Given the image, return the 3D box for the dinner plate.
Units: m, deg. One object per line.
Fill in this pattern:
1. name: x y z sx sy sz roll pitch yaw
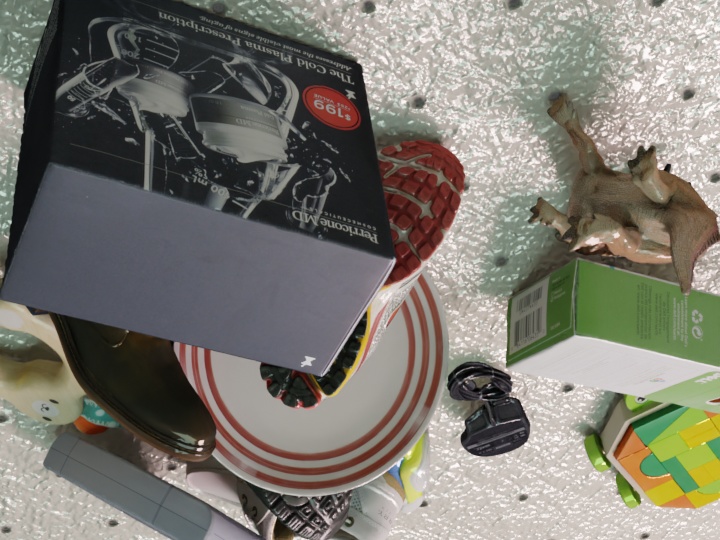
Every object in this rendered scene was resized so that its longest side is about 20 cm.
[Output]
1. dinner plate: -0.034 0.057 0.939 0.197 0.024 0.203 -1 94 -13

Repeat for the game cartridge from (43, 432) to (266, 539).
1. game cartridge: -0.152 0.183 1.022 0.198 0.041 0.133 16 165 41

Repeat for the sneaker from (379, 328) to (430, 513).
1. sneaker: 0.003 0.113 1.042 0.103 0.076 0.202 -1 128 -2

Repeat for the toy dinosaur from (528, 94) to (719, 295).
1. toy dinosaur: 0.186 -0.035 0.868 0.135 0.200 0.087 26 97 -31

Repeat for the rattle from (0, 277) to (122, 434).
1. rattle: -0.236 0.107 0.948 0.128 0.144 0.201 -17 134 10

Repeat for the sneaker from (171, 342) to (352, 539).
1. sneaker: -0.080 0.116 0.991 0.201 0.076 0.091 55 157 -9

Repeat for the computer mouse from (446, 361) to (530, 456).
1. computer mouse: 0.096 0.102 1.035 0.058 0.034 0.200 -18 154 5

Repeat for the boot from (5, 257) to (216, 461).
1. boot: -0.147 0.026 0.869 0.097 0.200 0.075 -50 166 25

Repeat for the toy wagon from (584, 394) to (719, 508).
1. toy wagon: 0.267 0.133 1.120 0.154 0.040 0.200 -28 132 18

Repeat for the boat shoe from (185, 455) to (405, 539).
1. boat shoe: -0.064 0.183 1.053 0.198 0.070 0.071 3 144 30

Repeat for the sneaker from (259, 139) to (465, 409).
1. sneaker: 0.000 0.000 0.895 0.077 0.082 0.201 35 88 8

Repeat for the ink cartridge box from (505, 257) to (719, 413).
1. ink cartridge box: 0.218 0.053 0.994 0.197 0.060 0.104 13 158 -19

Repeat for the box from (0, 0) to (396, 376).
1. box: -0.095 -0.058 0.777 0.198 0.184 0.105 14 131 -22
